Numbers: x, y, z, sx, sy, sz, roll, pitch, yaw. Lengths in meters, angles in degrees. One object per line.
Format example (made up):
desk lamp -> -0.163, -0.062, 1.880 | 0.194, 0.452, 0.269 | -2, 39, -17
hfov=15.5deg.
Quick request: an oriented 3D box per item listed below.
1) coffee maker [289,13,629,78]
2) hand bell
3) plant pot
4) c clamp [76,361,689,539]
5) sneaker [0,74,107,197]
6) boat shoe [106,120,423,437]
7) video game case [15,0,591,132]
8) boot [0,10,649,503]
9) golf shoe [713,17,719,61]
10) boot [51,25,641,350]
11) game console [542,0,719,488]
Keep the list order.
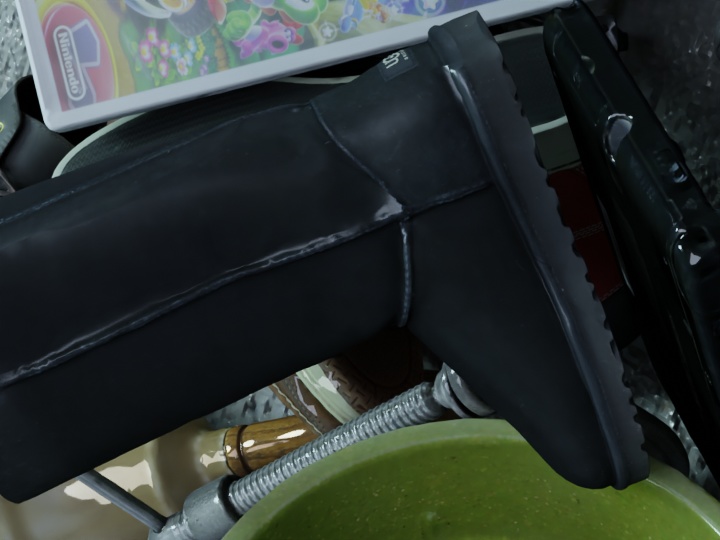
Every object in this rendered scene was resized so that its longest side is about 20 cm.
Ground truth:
coffee maker -> -0.004, -0.168, 0.956 | 0.191, 0.135, 0.201 | -3, 93, 6
hand bell -> -0.039, 0.068, 1.029 | 0.199, 0.104, 0.105 | -16, 84, 26
plant pot -> 0.044, 0.185, 0.884 | 0.200, 0.200, 0.190 | 36, 150, 30
c clamp -> 0.008, 0.075, 0.940 | 0.200, 0.171, 0.027 | -25, 43, 31
sneaker -> -0.159, -0.003, 1.052 | 0.106, 0.075, 0.200 | -46, 22, 28
boat shoe -> -0.044, 0.002, 1.016 | 0.075, 0.075, 0.203 | -53, 47, 27
video game case -> -0.025, -0.139, 0.881 | 0.199, 0.018, 0.144 | -14, 90, 4
boot -> -0.026, 0.029, 0.833 | 0.199, 0.066, 0.165 | -23, 106, 0
golf shoe -> 0.213, -0.074, 0.818 | 0.199, 0.095, 0.078 | -10, 67, 16
boot -> 0.000, 0.000, 0.920 | 0.199, 0.145, 0.073 | -9, 45, 7
game console -> 0.155, 0.012, 0.815 | 0.116, 0.200, 0.176 | -25, 50, -1
